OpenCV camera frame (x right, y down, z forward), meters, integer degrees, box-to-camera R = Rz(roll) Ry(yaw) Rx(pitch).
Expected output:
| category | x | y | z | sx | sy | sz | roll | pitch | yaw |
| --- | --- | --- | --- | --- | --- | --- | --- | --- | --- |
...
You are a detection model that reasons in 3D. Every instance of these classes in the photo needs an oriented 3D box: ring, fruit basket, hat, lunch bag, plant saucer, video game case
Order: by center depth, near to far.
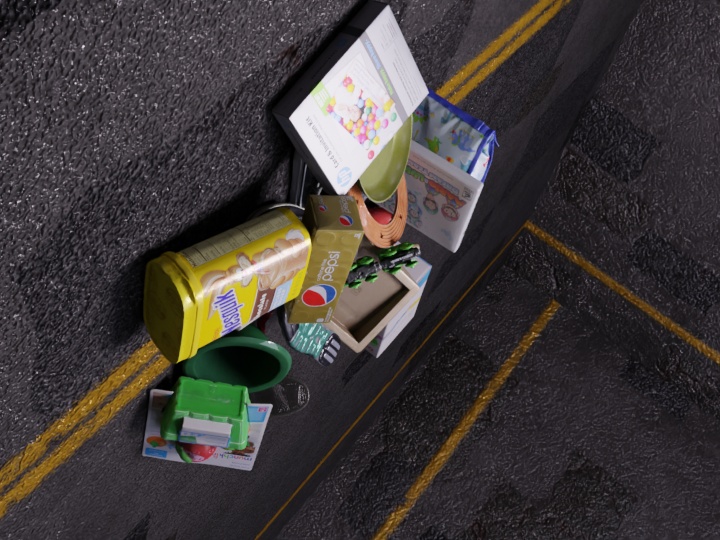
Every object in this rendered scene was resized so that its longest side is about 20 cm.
| category | x | y | z | sx | sy | sz | roll | pitch | yaw |
| --- | --- | --- | --- | --- | --- | --- | --- | --- | --- |
| plant saucer | 0.025 | -0.204 | 1.238 | 0.199 | 0.031 | 0.204 | -31 | 125 | -58 |
| fruit basket | -0.242 | 0.255 | 1.290 | 0.095 | 0.182 | 0.202 | -92 | -163 | -48 |
| hat | -0.192 | 0.080 | 1.300 | 0.201 | 0.163 | 0.179 | 117 | -26 | -52 |
| ring | 0.022 | -0.135 | 1.305 | 0.200 | 0.019 | 0.204 | 26 | 60 | -57 |
| video game case | 0.103 | -0.137 | 1.430 | 0.024 | 0.198 | 0.183 | -50 | 166 | -31 |
| lunch bag | 0.140 | -0.213 | 1.439 | 0.128 | 0.169 | 0.201 | -47 | 163 | -27 |

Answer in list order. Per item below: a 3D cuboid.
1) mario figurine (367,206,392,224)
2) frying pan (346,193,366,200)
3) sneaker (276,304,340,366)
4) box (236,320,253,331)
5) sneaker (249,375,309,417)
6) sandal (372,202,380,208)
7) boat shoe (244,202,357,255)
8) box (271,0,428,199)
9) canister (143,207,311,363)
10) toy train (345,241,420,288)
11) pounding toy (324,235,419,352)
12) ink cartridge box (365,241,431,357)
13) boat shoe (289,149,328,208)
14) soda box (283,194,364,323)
| category | x | y | z | sx | sy | sz | roll | pitch | yaw |
| --- | --- | --- | --- | --- | --- | --- | --- | --- | --- |
| mario figurine | 0.014 | -0.028 | 1.568 | 0.201 | 0.105 | 0.124 | -53 | -148 | 22 |
| frying pan | -0.015 | -0.140 | 1.401 | 0.115 | 0.031 | 0.190 | -51 | 169 | -15 |
| sneaker | -0.105 | 0.090 | 1.321 | 0.075 | 0.087 | 0.201 | -58 | 149 | -17 |
| box | -0.135 | 0.004 | 1.247 | 0.199 | 0.068 | 0.083 | -35 | 157 | -52 |
| sneaker | -0.183 | 0.210 | 1.401 | 0.121 | 0.196 | 0.085 | 152 | -64 | -87 |
| sandal | 0.059 | -0.120 | 1.624 | 0.082 | 0.054 | 0.201 | -47 | 164 | -27 |
| boat shoe | -0.081 | -0.048 | 1.200 | 0.198 | 0.062 | 0.076 | 11 | 109 | -43 |
| box | -0.007 | -0.220 | 1.081 | 0.201 | 0.041 | 0.156 | -50 | 138 | -14 |
| canister | -0.165 | 0.014 | 1.051 | 0.198 | 0.087 | 0.150 | -28 | 152 | -35 |
| toy train | 0.000 | 0.000 | 1.309 | 0.197 | 0.042 | 0.056 | -20 | -167 | -13 |
| pounding toy | 0.003 | 0.004 | 1.430 | 0.200 | 0.184 | 0.142 | -45 | -149 | 6 |
| ink cartridge box | 0.036 | 0.049 | 1.755 | 0.146 | 0.146 | 0.201 | -46 | 163 | -30 |
| boat shoe | -0.058 | -0.119 | 1.210 | 0.072 | 0.071 | 0.201 | -49 | 165 | -18 |
| soda box | -0.056 | -0.012 | 1.142 | 0.066 | 0.065 | 0.201 | 0 | 140 | -19 |
